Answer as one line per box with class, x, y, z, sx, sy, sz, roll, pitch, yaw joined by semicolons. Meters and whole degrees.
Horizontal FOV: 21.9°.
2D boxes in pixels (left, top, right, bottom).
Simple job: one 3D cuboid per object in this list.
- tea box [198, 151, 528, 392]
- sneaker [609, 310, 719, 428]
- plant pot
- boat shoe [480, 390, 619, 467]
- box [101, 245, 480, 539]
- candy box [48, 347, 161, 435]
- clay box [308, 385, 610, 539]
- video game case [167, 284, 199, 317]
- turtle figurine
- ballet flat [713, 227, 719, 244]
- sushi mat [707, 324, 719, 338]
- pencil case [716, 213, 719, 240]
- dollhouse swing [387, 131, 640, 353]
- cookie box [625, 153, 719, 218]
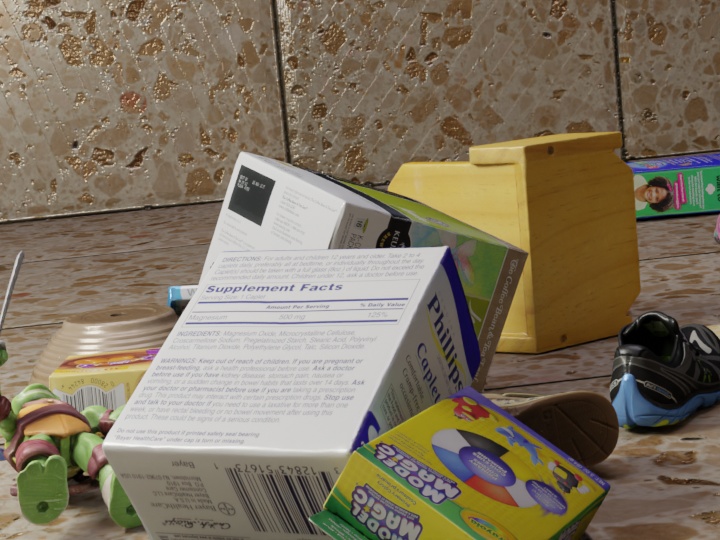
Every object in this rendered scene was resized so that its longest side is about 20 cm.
tea box;0.000;0.000;1.600;0.196;0.134;0.200;13;8;-32
sneaker;0.252;0.070;1.506;0.070;0.083;0.199;-1;9;27
plant pot;-0.213;0.084;1.686;0.200;0.093;0.201;-4;8;1
boat shoe;0.081;0.122;1.320;0.199;0.074;0.063;-2;-1;-12
box;-0.039;0.085;1.231;0.183;0.105;0.200;-1;40;27
candy box;-0.147;0.095;1.531;0.199;0.057;0.117;-6;6;0
clay box;0.062;0.137;1.098;0.115;0.048;0.200;35;21;16
video game case;-0.086;0.050;1.782;0.199;0.018;0.143;-3;-28;-10
turtle figurine;-0.208;0.091;1.350;0.200;0.144;0.194;-46;31;4
ballet flat;0.534;-0.066;2.399;0.199;0.070;0.071;-10;-10;-30
sushi mat;0.351;0.060;1.768;0.199;0.012;0.096;-7;9;-13
pencil case;0.524;-0.054;2.235;0.199;0.088;0.087;-9;9;-31
dollhouse swing;0.153;-0.031;1.874;0.181;0.201;0.175;-11;9;-33
cookie box;0.482;-0.127;2.792;0.199;0.076;0.171;-6;8;-2
